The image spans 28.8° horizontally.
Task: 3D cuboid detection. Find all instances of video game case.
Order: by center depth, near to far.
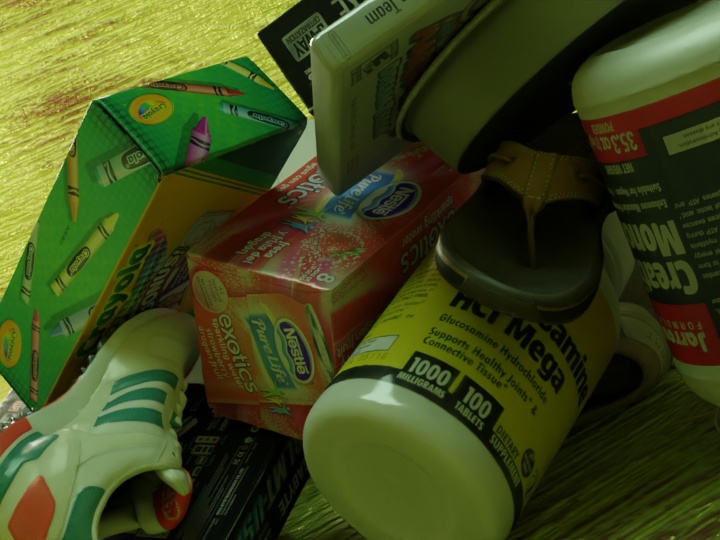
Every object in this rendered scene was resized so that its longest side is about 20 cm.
[{"bbox_3d":[0.055,-0.119,0.684,0.181,0.024,0.200,-36,-10,-8],"label":"video game case"}]

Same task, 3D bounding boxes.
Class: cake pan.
[{"bbox_3d":[0.106,-0.117,0.702,0.199,0.037,0.200,-37,-9,-6],"label":"cake pan"}]

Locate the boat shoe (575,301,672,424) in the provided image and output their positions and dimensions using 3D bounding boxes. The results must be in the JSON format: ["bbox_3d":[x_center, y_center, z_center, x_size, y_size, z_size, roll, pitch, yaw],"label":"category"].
[{"bbox_3d":[0.082,0.066,0.824,0.198,0.072,0.064,-18,9,26],"label":"boat shoe"}]

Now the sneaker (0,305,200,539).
[{"bbox_3d":[-0.118,0.093,0.725,0.200,0.093,0.071,-45,-21,-56],"label":"sneaker"}]

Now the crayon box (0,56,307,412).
[{"bbox_3d":[-0.123,-0.018,0.780,0.118,0.058,0.201,-27,-22,-49],"label":"crayon box"}]

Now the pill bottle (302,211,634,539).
[{"bbox_3d":[0.065,0.043,0.717,0.112,0.113,0.200,-15,28,46],"label":"pill bottle"}]

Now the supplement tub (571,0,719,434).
[{"bbox_3d":[0.191,-0.026,0.638,0.139,0.202,0.140,-23,8,3],"label":"supplement tub"}]

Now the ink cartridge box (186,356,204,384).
[{"bbox_3d":[-0.142,0.079,1.017,0.197,0.068,0.117,-3,-29,-12],"label":"ink cartridge box"}]

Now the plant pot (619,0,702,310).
[{"bbox_3d":[0.197,-0.047,0.886,0.182,0.202,0.200,-33,4,21],"label":"plant pot"}]

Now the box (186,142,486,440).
[{"bbox_3d":[0.000,0.000,0.798,0.094,0.104,0.200,14,33,28],"label":"box"}]

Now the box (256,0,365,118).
[{"bbox_3d":[0.028,-0.144,0.777,0.157,0.050,0.200,-36,-1,2],"label":"box"}]

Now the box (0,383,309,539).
[{"bbox_3d":[-0.144,0.136,0.759,0.196,0.050,0.201,-2,31,21],"label":"box"}]

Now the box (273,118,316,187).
[{"bbox_3d":[-0.055,-0.025,0.952,0.197,0.126,0.098,-4,37,-14],"label":"box"}]

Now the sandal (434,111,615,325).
[{"bbox_3d":[0.095,-0.041,0.679,0.081,0.055,0.200,18,36,21],"label":"sandal"}]
